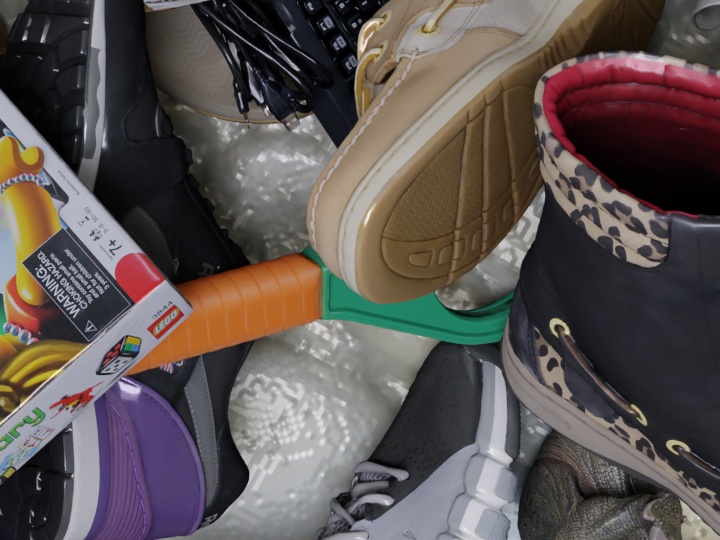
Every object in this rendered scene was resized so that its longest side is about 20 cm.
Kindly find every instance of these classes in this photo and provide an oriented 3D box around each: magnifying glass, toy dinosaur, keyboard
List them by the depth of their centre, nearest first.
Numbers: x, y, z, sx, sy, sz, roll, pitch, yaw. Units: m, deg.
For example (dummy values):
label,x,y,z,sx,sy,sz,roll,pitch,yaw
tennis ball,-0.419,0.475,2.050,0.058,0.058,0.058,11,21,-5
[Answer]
label,x,y,z,sx,sy,sz,roll,pitch,yaw
magnifying glass,0.000,0.000,0.835,0.200,0.022,0.080,-17,124,-31
keyboard,-0.010,-0.098,0.836,0.104,0.040,0.200,-38,105,-14
toy dinosaur,0.088,0.102,0.873,0.102,0.077,0.200,-25,81,51

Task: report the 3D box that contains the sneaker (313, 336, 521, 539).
label,x,y,z,sx,sy,sz,roll,pitch,yaw
sneaker,-0.017,0.105,0.849,0.115,0.075,0.200,17,71,-10

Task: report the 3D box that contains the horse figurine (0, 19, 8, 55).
label,x,y,z,sx,sy,sz,roll,pitch,yaw
horse figurine,-0.189,-0.070,0.881,0.200,0.050,0.133,-26,101,8

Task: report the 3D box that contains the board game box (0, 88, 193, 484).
label,x,y,z,sx,sy,sz,roll,pitch,yaw
board game box,-0.163,-0.018,0.784,0.126,0.035,0.200,-42,68,-3

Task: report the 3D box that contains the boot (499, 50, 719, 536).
label,x,y,z,sx,sy,sz,roll,pitch,yaw
boot,0.132,0.020,0.769,0.200,0.151,0.073,29,60,23

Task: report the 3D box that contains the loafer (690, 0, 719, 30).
label,x,y,z,sx,sy,sz,roll,pitch,yaw
loafer,0.145,-0.098,0.819,0.070,0.070,0.200,-8,81,-18

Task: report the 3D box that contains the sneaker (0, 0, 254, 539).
label,x,y,z,sx,sy,sz,roll,pitch,yaw
sneaker,-0.077,-0.006,0.845,0.088,0.076,0.200,-1,96,-32

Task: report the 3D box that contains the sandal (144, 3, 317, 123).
label,x,y,z,sx,sy,sz,roll,pitch,yaw
sandal,-0.082,-0.129,0.860,0.080,0.054,0.200,-39,95,11

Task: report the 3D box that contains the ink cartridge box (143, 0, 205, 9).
label,x,y,z,sx,sy,sz,roll,pitch,yaw
ink cartridge box,0.009,-0.182,0.785,0.200,0.086,0.148,-23,101,-23

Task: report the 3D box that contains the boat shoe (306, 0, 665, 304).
label,x,y,z,sx,sy,sz,roll,pitch,yaw
boat shoe,0.032,-0.061,0.807,0.069,0.200,0.074,22,132,23

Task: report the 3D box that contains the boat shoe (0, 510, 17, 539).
label,x,y,z,sx,sy,sz,roll,pitch,yaw
boat shoe,-0.106,0.081,0.895,0.074,0.065,0.200,23,102,1
